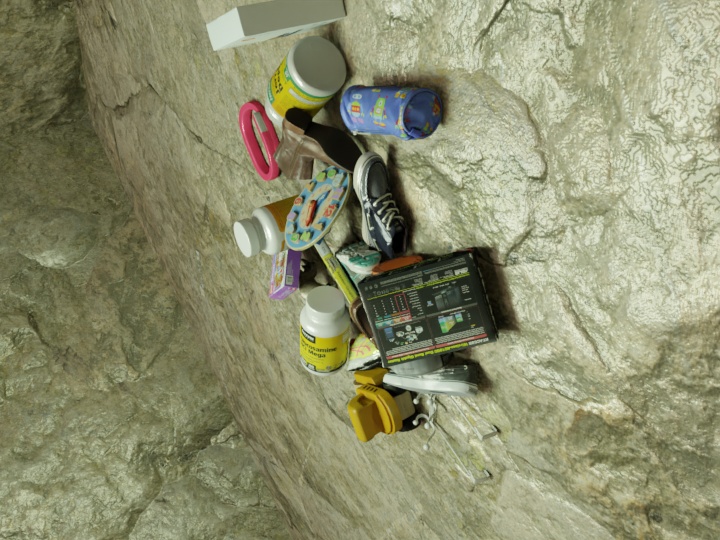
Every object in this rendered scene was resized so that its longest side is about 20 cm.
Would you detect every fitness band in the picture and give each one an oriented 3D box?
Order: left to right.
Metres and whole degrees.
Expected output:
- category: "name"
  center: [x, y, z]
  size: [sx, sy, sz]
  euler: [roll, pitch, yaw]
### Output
- category: "fitness band"
  center: [-0.251, -0.325, 1.474]
  size: [0.144, 0.037, 0.201]
  euler: [-18, 94, 65]

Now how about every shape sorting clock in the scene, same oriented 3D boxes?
- category: "shape sorting clock"
  center: [-0.091, -0.131, 1.201]
  size: [0.039, 0.200, 0.200]
  euler: [33, 174, -36]

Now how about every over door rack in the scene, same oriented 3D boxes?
- category: "over door rack"
  center: [0.172, 0.313, 1.162]
  size: [0.200, 0.066, 0.148]
  euler: [39, 142, 42]

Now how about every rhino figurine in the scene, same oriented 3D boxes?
- category: "rhino figurine"
  center: [-0.103, 0.054, 1.430]
  size: [0.200, 0.087, 0.060]
  euler: [61, 151, 11]

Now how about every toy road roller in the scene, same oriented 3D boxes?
- category: "toy road roller"
  center: [0.027, 0.306, 1.325]
  size: [0.200, 0.146, 0.123]
  euler: [-1, 109, 60]

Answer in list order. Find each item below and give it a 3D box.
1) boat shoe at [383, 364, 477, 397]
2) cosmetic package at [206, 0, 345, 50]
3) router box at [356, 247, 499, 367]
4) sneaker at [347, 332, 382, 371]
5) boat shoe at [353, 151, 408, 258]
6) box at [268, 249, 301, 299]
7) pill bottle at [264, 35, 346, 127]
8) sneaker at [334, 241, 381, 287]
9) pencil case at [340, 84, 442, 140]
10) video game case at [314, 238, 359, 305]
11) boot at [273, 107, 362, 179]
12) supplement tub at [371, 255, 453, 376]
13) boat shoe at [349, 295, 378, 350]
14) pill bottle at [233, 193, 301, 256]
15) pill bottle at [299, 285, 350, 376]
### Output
- category: "boat shoe"
  center: [0.133, 0.200, 1.108]
  size: [0.200, 0.069, 0.057]
  euler: [-2, 68, 38]
- category: "cosmetic package"
  center: [-0.149, -0.439, 1.031]
  size: [0.151, 0.200, 0.052]
  euler: [14, 123, 57]
- category: "router box"
  center: [0.111, 0.062, 0.965]
  size: [0.062, 0.199, 0.150]
  euler: [-43, -64, -72]
- category: "sneaker"
  center: [0.026, 0.168, 1.307]
  size: [0.200, 0.078, 0.091]
  euler: [-28, 62, 51]
- category: "boat shoe"
  center: [0.046, -0.115, 1.071]
  size: [0.093, 0.075, 0.200]
  euler: [38, 150, 41]
- category: "box"
  center: [-0.181, -0.039, 1.452]
  size: [0.137, 0.039, 0.201]
  euler: [150, 128, -62]
- category: "pill bottle"
  center: [-0.116, -0.352, 1.129]
  size: [0.200, 0.113, 0.113]
  euler: [-20, 93, 63]
- category: "sneaker"
  center: [0.000, 0.000, 1.184]
  size: [0.200, 0.077, 0.091]
  euler: [-124, 18, -73]
- category: "pencil case"
  center: [0.043, -0.257, 0.956]
  size: [0.200, 0.078, 0.087]
  euler: [25, 102, 52]
- category: "video game case"
  center: [-0.039, 0.022, 1.275]
  size: [0.181, 0.025, 0.200]
  euler: [58, 178, 17]
- category: "boot"
  center: [-0.090, -0.217, 1.178]
  size: [0.186, 0.064, 0.200]
  euler: [38, 155, 0]
- category: "supplement tub"
  center: [0.091, 0.081, 1.074]
  size: [0.122, 0.122, 0.201]
  euler: [4, 113, 59]
- category: "boat shoe"
  center: [0.056, 0.129, 1.164]
  size: [0.200, 0.070, 0.070]
  euler: [45, -175, -27]
- category: "pill bottle"
  center: [-0.178, -0.102, 1.328]
  size: [0.111, 0.200, 0.111]
  euler: [39, 141, 41]
- category: "pill bottle"
  center: [-0.080, 0.134, 1.316]
  size: [0.112, 0.112, 0.200]
  euler: [45, 146, 36]
